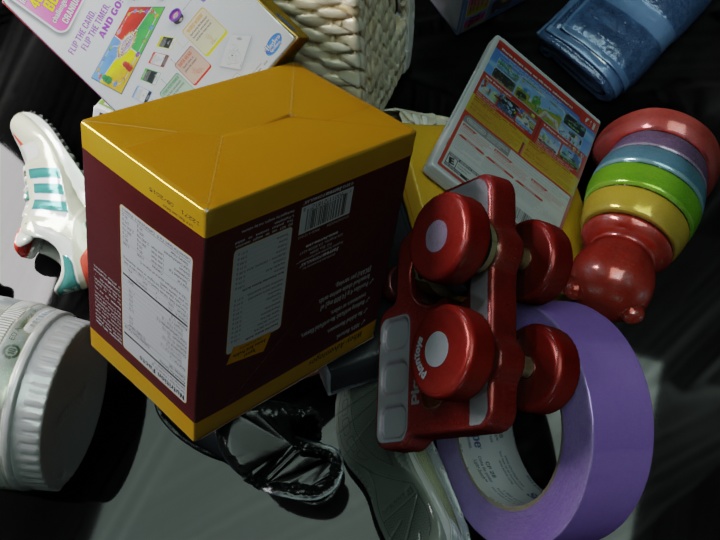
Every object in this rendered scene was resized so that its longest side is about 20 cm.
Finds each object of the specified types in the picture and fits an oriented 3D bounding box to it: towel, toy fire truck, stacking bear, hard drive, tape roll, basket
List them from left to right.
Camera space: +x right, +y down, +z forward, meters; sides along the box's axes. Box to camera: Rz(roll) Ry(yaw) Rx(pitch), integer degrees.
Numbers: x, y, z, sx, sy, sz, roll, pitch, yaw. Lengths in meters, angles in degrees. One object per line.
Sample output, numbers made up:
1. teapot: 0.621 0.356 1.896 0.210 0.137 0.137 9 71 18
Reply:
1. basket: -0.064 -0.239 0.837 0.200 0.198 0.161 13 53 13
2. hard drive: 0.000 0.000 0.822 0.135 0.042 0.200 -19 63 9
3. toy fire truck: 0.067 0.034 0.695 0.112 0.168 0.201 13 70 -34
4. tape roll: 0.143 0.124 0.741 0.066 0.200 0.201 3 69 -30
5. stacking bear: 0.249 -0.041 0.824 0.121 0.114 0.200 26 63 7
6. towel: 0.289 -0.276 0.953 0.112 0.049 0.200 42 77 12

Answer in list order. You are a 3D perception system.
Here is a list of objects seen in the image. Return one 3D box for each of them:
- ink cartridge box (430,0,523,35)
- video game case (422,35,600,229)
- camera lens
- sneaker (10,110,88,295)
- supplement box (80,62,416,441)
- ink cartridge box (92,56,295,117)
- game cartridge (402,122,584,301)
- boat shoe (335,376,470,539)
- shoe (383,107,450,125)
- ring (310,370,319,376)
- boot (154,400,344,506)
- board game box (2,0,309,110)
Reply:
1. ink cartridge box: 0.171 -0.346 0.929 0.200 0.136 0.076 -31 76 -9
2. video game case: 0.150 -0.119 0.855 0.143 0.017 0.200 37 53 -12
3. camera lens: -0.339 0.097 0.773 0.199 0.160 0.160 10 72 3
4. sneaker: -0.306 -0.065 0.873 0.093 0.070 0.200 -33 78 -16
5. supplement box: -0.085 -0.021 0.677 0.133 0.200 0.197 35 42 29
6. ink cartridge box: -0.155 -0.134 0.798 0.148 0.200 0.076 26 47 1
7. game cartridge: 0.130 -0.052 0.842 0.200 0.032 0.177 -3 69 -31
8. boat shoe: 0.036 0.164 0.793 0.074 0.065 0.202 -45 48 21
9. shoe: 0.020 -0.124 0.901 0.199 0.053 0.070 -5 72 -1
10. ring: -0.077 0.012 0.866 0.200 0.019 0.201 0 64 -1
11. boot: -0.099 0.130 0.759 0.200 0.168 0.077 31 75 10
12. board game box: -0.165 -0.202 0.726 0.200 0.040 0.153 45 108 -4
